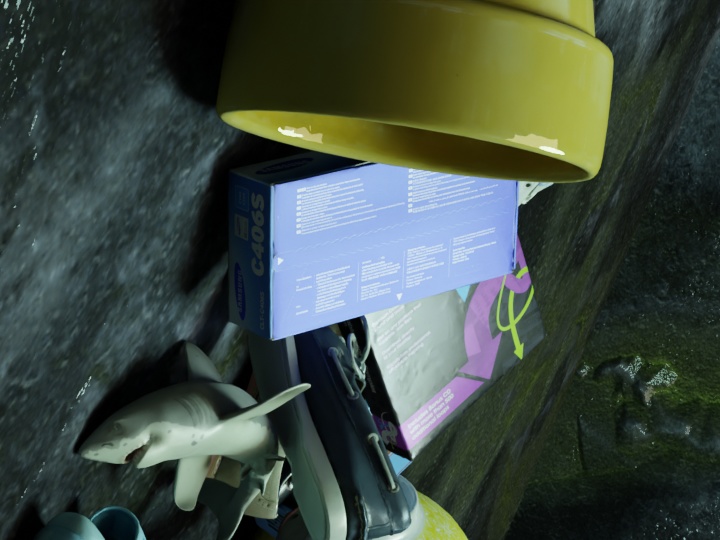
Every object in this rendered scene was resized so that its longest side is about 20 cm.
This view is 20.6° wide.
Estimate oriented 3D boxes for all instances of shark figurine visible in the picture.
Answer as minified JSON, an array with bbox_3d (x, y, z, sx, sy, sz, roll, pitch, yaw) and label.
[{"bbox_3d":[-0.088,0.090,1.186,0.128,0.090,0.215,-31,155,-1],"label":"shark figurine"}]

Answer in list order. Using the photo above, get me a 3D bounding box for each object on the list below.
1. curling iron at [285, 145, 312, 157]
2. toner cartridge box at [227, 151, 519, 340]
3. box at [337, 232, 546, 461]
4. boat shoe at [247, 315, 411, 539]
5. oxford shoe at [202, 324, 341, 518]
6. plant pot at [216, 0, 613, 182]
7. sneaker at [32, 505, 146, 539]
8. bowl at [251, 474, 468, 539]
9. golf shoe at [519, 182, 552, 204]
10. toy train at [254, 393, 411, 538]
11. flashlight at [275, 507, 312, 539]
[{"bbox_3d":[-0.028,-0.075,1.222,0.201,0.025,0.050,-64,164,-8],"label":"curling iron"},{"bbox_3d":[0.011,-0.029,1.186,0.199,0.043,0.096,-14,113,-39],"label":"toner cartridge box"},{"bbox_3d":[0.045,0.005,1.286,0.143,0.036,0.201,-40,129,-26],"label":"box"},{"bbox_3d":[-0.021,0.075,1.204,0.075,0.061,0.201,105,-28,-48],"label":"boat shoe"},{"bbox_3d":[-0.043,0.090,1.352,0.201,0.073,0.071,-59,163,-33],"label":"oxford shoe"},{"bbox_3d":[0.038,-0.155,1.015,0.201,0.199,0.191,16,83,-77],"label":"plant pot"},{"bbox_3d":[-0.140,0.180,1.130,0.082,0.074,0.200,-60,167,-8],"label":"sneaker"},{"bbox_3d":[0.002,0.217,1.525,0.200,0.199,0.109,-48,148,-52],"label":"bowl"},{"bbox_3d":[0.105,-0.062,1.551,0.079,0.096,0.201,-70,168,-56],"label":"golf shoe"},{"bbox_3d":[-0.004,0.117,1.454,0.200,0.086,0.115,-42,144,-26],"label":"toy train"},{"bbox_3d":[-0.052,0.192,1.287,0.068,0.068,0.200,-33,170,18],"label":"flashlight"}]
